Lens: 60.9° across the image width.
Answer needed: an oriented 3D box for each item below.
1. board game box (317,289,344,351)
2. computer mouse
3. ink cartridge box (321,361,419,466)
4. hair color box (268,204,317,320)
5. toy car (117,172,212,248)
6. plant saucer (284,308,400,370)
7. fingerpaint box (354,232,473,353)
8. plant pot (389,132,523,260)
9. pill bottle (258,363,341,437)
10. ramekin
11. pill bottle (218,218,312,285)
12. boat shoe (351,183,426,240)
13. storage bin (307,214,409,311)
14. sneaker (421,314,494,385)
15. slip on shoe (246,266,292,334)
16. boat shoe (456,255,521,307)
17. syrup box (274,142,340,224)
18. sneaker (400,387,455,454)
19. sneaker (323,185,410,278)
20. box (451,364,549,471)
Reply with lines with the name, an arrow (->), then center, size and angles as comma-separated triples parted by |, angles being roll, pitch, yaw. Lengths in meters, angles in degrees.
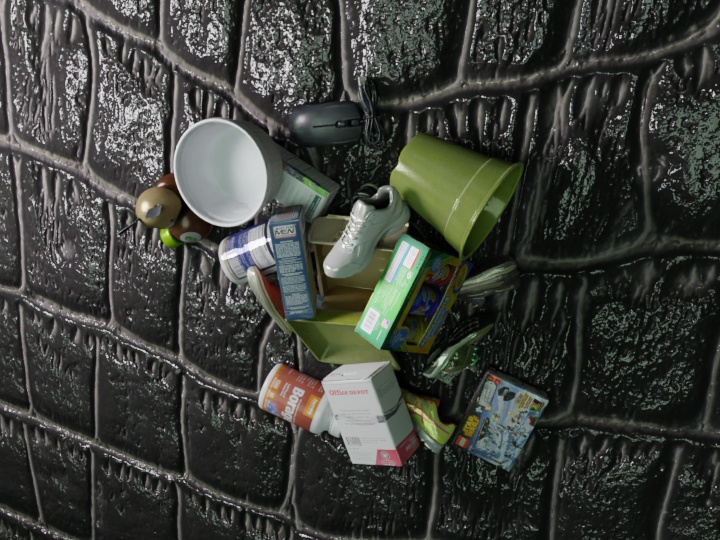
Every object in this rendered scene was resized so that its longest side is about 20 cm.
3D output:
board game box -> -0.075, 0.119, 1.366 | 0.200, 0.019, 0.103 | 39, 118, 2
computer mouse -> -0.058, -0.291, 1.194 | 0.199, 0.053, 0.139 | -5, 108, 20
ink cartridge box -> 0.021, 0.300, 1.292 | 0.145, 0.085, 0.201 | -12, 103, 41
hair color box -> -0.128, -0.015, 1.183 | 0.060, 0.100, 0.201 | -6, 112, 1
toy car -> -0.410, -0.116, 1.290 | 0.164, 0.200, 0.158 | -23, 101, 24
plant saucer -> -0.028, 0.136, 1.272 | 0.199, 0.048, 0.200 | 3, 148, 24
fingerpaint box -> 0.102, 0.048, 1.128 | 0.073, 0.166, 0.201 | 33, 101, 36
plant pot -> 0.160, -0.152, 1.113 | 0.189, 0.200, 0.201 | 34, 116, 16
pill bottle -> -0.121, 0.300, 1.395 | 0.199, 0.112, 0.113 | 22, 114, 9
ramekin -> -0.244, -0.192, 1.173 | 0.199, 0.105, 0.202 | 6, 109, 18
pill bottle -> -0.189, -0.049, 1.293 | 0.199, 0.111, 0.112 | -19, 102, 23
boat shoe -> 0.059, -0.085, 1.224 | 0.200, 0.068, 0.072 | 46, 114, -4
storage bin -> 0.000, 0.000, 1.221 | 0.197, 0.094, 0.201 | 7, 134, 15
sneaker -> 0.217, 0.168, 1.270 | 0.088, 0.077, 0.200 | 36, 122, -11
slip on shoe -> -0.181, 0.056, 1.298 | 0.061, 0.074, 0.200 | -40, 134, -12
boat shoe -> 0.223, 0.039, 1.210 | 0.199, 0.075, 0.074 | -22, 101, 25
syrup box -> -0.150, -0.187, 1.246 | 0.199, 0.081, 0.079 | 33, 115, 3
sneaker -> 0.128, 0.298, 1.343 | 0.090, 0.078, 0.200 | -42, 87, 0
sneaker -> -0.001, -0.076, 1.076 | 0.078, 0.200, 0.100 | 30, 160, 35
box -> 0.295, 0.316, 1.305 | 0.136, 0.040, 0.201 | 24, 115, 7
